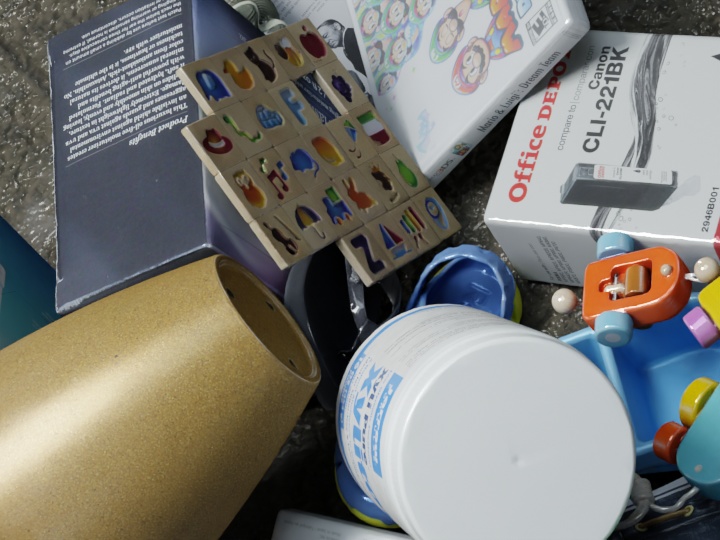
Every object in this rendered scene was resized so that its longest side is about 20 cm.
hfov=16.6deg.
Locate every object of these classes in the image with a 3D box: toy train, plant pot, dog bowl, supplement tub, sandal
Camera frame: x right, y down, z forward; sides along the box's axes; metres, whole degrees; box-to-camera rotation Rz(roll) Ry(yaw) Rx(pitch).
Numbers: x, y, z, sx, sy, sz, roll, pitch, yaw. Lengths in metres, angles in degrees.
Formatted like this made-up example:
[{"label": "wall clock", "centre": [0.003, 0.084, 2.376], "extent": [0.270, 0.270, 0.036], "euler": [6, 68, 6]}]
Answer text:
[{"label": "toy train", "centre": [0.186, 0.062, 1.393], "extent": [0.149, 0.056, 0.201], "euler": [-18, 49, 25]}, {"label": "plant pot", "centre": [-0.127, 0.087, 1.403], "extent": [0.200, 0.186, 0.187], "euler": [-40, 53, 12]}, {"label": "dog bowl", "centre": [0.159, 0.079, 1.465], "extent": [0.199, 0.050, 0.112], "euler": [-21, 56, 12]}, {"label": "supplement tub", "centre": [0.063, 0.089, 1.336], "extent": [0.131, 0.200, 0.133], "euler": [0, 93, -9]}, {"label": "sandal", "centre": [0.040, 0.060, 1.486], "extent": [0.079, 0.087, 0.201], "euler": [20, 64, 6]}, {"label": "sandal", "centre": [0.000, -0.001, 1.495], "extent": [0.043, 0.076, 0.201], "euler": [-16, 36, 28]}]

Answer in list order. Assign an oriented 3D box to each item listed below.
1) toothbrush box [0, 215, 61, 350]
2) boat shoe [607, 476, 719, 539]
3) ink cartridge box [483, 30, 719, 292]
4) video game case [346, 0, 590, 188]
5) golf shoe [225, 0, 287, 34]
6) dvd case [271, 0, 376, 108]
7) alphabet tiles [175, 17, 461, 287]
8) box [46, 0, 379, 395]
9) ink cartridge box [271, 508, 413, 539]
[{"label": "toothbrush box", "centre": [-0.255, 0.075, 1.595], "extent": [0.085, 0.147, 0.201], "euler": [-12, 59, 18]}, {"label": "boat shoe", "centre": [0.162, 0.170, 1.367], "extent": [0.199, 0.071, 0.091], "euler": [-27, 22, -4]}, {"label": "ink cartridge box", "centre": [0.192, -0.064, 1.511], "extent": [0.199, 0.084, 0.145], "euler": [6, 65, 29]}, {"label": "video game case", "centre": [0.061, -0.177, 1.586], "extent": [0.182, 0.024, 0.201], "euler": [-45, 46, 37]}, {"label": "golf shoe", "centre": [-0.129, -0.115, 1.694], "extent": [0.200, 0.077, 0.088], "euler": [-42, 34, 11]}, {"label": "dvd case", "centre": [-0.001, -0.173, 1.697], "extent": [0.200, 0.025, 0.151], "euler": [36, 81, 35]}, {"label": "alphabet tiles", "centre": [-0.029, -0.067, 1.482], "extent": [0.008, 0.200, 0.168], "euler": [-38, 86, 31]}, {"label": "box", "centre": [-0.089, -0.041, 1.541], "extent": [0.123, 0.200, 0.200], "euler": [-21, 57, 26]}, {"label": "ink cartridge box", "centre": [0.005, 0.254, 1.451], "extent": [0.161, 0.050, 0.202], "euler": [10, 84, 28]}]
